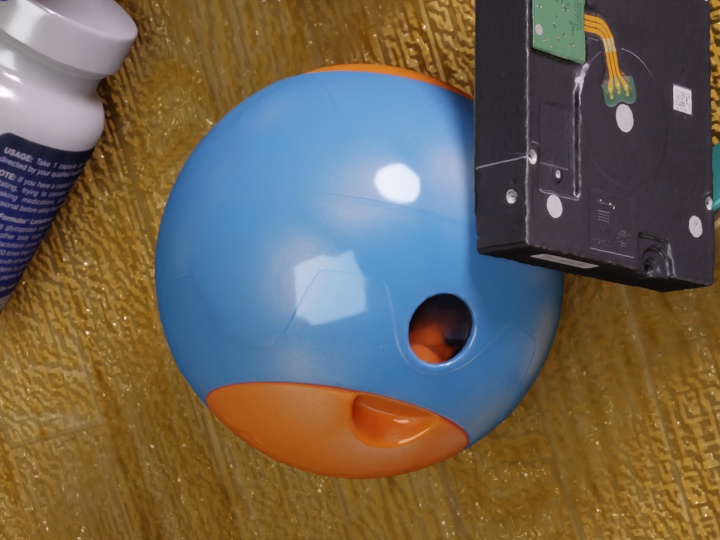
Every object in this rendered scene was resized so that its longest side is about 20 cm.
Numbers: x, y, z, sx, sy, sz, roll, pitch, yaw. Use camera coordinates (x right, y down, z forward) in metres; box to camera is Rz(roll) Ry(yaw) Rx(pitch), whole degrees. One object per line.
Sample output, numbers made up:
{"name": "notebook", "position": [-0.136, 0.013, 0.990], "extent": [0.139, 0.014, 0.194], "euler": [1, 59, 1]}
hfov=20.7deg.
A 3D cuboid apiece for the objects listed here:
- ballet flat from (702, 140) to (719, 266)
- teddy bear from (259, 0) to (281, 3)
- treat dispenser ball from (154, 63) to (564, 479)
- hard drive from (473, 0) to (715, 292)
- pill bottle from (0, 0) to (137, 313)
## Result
{"name": "ballet flat", "position": [0.213, -0.059, 0.963], "extent": [0.063, 0.069, 0.200], "euler": [33, 110, -11]}
{"name": "teddy bear", "position": [-0.028, -0.234, 0.964], "extent": [0.066, 0.145, 0.201], "euler": [-8, 100, -14]}
{"name": "treat dispenser ball", "position": [0.000, 0.000, 0.960], "extent": [0.199, 0.201, 0.202], "euler": [3, 101, 15]}
{"name": "hard drive", "position": [0.109, -0.098, 0.917], "extent": [0.038, 0.139, 0.201], "euler": [-8, 77, 45]}
{"name": "pill bottle", "position": [-0.207, -0.066, 1.052], "extent": [0.115, 0.116, 0.201], "euler": [35, 107, 7]}
